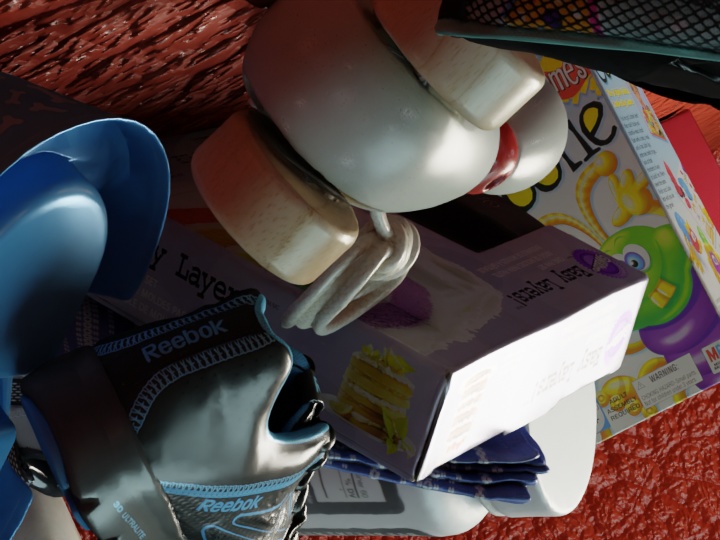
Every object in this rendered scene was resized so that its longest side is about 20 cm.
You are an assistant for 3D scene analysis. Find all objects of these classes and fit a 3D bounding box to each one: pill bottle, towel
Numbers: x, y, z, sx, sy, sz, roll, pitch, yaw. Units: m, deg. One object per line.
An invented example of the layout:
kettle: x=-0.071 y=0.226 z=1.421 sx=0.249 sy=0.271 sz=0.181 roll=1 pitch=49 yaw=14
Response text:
pill bottle: x=0.004 y=0.069 z=0.897 sx=0.198 sy=0.114 sz=0.113 roll=-3 pitch=-174 yaw=26
towel: x=-0.032 y=0.031 z=0.747 sx=0.145 sy=0.198 sz=0.024 roll=-112 pitch=-141 yaw=-61

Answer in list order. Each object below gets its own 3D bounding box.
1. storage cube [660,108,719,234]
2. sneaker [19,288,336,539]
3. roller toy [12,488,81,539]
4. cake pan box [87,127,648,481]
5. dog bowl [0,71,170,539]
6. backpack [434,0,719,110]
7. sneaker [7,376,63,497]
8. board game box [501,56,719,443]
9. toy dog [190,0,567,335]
storage cube: x=0.267 y=-0.027 z=1.881 sx=0.170 sy=0.181 sz=0.200 roll=-26 pitch=176 yaw=-17
sneaker: x=-0.039 y=0.071 z=0.625 sx=0.081 sy=0.074 sz=0.200 roll=-29 pitch=156 yaw=-2
roller toy: x=-0.216 y=0.142 z=0.958 sx=0.139 sy=0.184 sz=0.200 roll=-25 pitch=175 yaw=-11
cake pan box: x=0.000 y=0.000 z=0.760 sx=0.199 sy=0.183 sz=0.053 roll=-17 pitch=133 yaw=-57
dog bowl: x=-0.132 y=0.031 z=0.567 sx=0.201 sy=0.049 sz=0.111 roll=-62 pitch=158 yaw=15
backpack: x=0.132 y=-0.096 z=0.344 sx=0.199 sy=0.155 sz=0.175 roll=25 pitch=-150 yaw=35
sneaker: x=-0.111 y=0.051 z=0.835 sx=0.077 sy=0.141 sz=0.200 roll=-30 pitch=174 yaw=30
board game box: x=0.126 y=-0.022 z=1.024 sx=0.102 sy=0.201 sz=0.105 roll=-29 pitch=176 yaw=20
toy dog: x=0.004 y=-0.061 z=0.571 sx=0.131 sy=0.097 sz=0.200 roll=-35 pitch=172 yaw=-4
